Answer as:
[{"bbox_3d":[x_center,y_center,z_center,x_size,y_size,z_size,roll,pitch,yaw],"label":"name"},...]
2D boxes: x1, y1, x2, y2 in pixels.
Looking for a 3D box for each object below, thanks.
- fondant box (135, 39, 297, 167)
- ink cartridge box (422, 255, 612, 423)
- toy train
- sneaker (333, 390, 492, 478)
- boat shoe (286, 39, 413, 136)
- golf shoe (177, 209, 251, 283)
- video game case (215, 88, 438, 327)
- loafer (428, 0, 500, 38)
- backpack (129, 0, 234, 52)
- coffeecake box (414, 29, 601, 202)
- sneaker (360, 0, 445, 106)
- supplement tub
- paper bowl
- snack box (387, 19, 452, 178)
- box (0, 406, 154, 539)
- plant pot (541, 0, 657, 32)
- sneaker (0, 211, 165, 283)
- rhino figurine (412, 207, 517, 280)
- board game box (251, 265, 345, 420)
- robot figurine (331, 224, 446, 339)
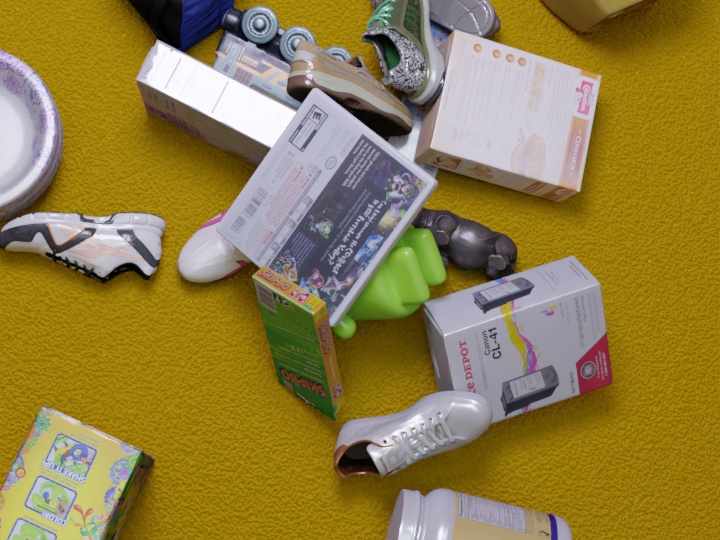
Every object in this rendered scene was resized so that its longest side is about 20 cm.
[{"bbox_3d":[-0.163,-0.187,1.593,0.199,0.144,0.059,28,81,0],"label":"fondant box"},{"bbox_3d":[0.188,0.087,1.576,0.198,0.086,0.149,-18,119,-9],"label":"ink cartridge box"},{"bbox_3d":[-0.092,-0.245,1.646,0.199,0.085,0.115,27,92,-3],"label":"toy train"},{"bbox_3d":[0.059,0.201,1.536,0.199,0.085,0.073,-20,112,23],"label":"sneaker"},{"bbox_3d":[-0.004,-0.220,1.583,0.071,0.199,0.077,-7,72,38],"label":"boat shoe"},{"bbox_3d":[-0.133,-0.050,1.599,0.199,0.092,0.073,-29,85,-8],"label":"golf shoe"},{"bbox_3d":[-0.040,-0.071,1.488,0.181,0.023,0.201,39,99,16],"label":"video game case"},{"bbox_3d":[0.092,-0.352,1.691,0.199,0.063,0.072,36,105,19],"label":"loafer"},{"bbox_3d":[-0.217,-0.386,1.595,0.163,0.200,0.168,45,79,4],"label":"backpack"},{"bbox_3d":[0.183,-0.189,1.647,0.198,0.073,0.155,15,79,-12],"label":"coffeecake box"},{"bbox_3d":[0.038,-0.296,1.619,0.088,0.077,0.201,6,54,-40],"label":"sneaker"},{"bbox_3d":[0.131,0.334,1.528,0.198,0.145,0.147,13,79,-3],"label":"supplement tub"},{"bbox_3d":[-0.454,-0.156,1.581,0.199,0.104,0.203,1,80,-6],"label":"paper bowl"},{"bbox_3d":[0.089,-0.214,1.682,0.071,0.024,0.202,19,79,-1],"label":"snack box"},{"bbox_3d":[-0.326,0.268,1.469,0.121,0.200,0.194,24,78,-1],"label":"box"},{"bbox_3d":[0.304,-0.416,1.659,0.193,0.195,0.202,-23,91,-9],"label":"plant pot"},{"bbox_3d":[-0.333,-0.027,1.586,0.198,0.074,0.081,0,82,-5],"label":"sneaker"},{"bbox_3d":[0.105,-0.041,1.628,0.199,0.088,0.060,26,118,1],"label":"rhino figurine"},{"bbox_3d":[-0.068,0.088,1.524,0.095,0.201,0.030,30,56,31],"label":"board game box"},{"bbox_3d":[0.000,0.000,1.559,0.176,0.199,0.116,-48,124,-44],"label":"robot figurine"}]
